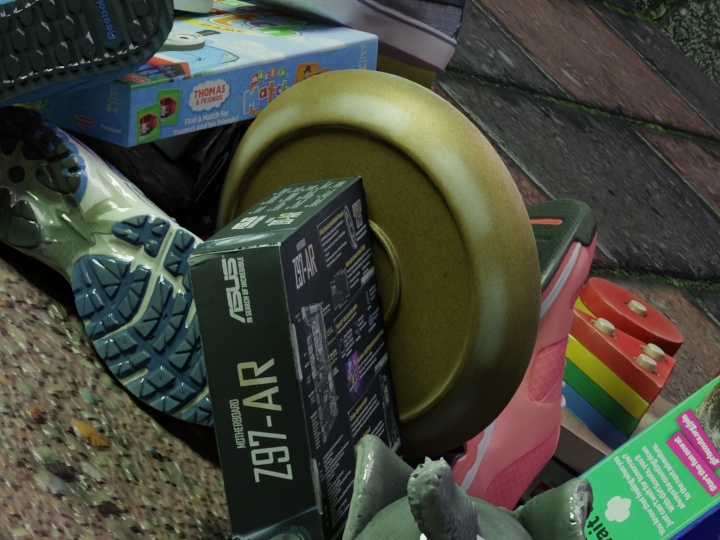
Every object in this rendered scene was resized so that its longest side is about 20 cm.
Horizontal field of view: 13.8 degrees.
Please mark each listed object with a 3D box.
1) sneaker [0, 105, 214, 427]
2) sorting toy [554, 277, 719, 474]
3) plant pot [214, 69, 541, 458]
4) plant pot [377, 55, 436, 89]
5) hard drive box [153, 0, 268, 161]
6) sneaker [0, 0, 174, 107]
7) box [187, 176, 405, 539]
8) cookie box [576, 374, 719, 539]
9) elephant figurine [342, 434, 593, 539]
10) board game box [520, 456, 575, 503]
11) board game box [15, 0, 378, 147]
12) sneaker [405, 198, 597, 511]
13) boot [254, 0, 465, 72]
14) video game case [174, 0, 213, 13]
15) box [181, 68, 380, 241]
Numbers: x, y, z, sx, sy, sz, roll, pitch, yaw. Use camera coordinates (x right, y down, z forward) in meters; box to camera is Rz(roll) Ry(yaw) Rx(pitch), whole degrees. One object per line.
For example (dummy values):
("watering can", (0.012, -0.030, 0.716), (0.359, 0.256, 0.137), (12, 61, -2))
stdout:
("sneaker", (-0.108, -0.004, 1.449), (0.200, 0.077, 0.085), (47, 10, 15))
("sorting toy", (0.176, 0.081, 1.734), (0.199, 0.070, 0.200), (34, 14, 4))
("plant pot", (0.000, 0.000, 1.490), (0.200, 0.200, 0.027), (47, 34, 18))
("plant pot", (-0.049, -0.179, 1.920), (0.142, 0.200, 0.200), (2, 33, -25))
("hard drive box", (-0.095, -0.192, 1.758), (0.156, 0.200, 0.077), (42, 15, 3))
("sneaker", (-0.188, -0.104, 1.428), (0.078, 0.199, 0.066), (169, -92, -72))
("box", (-0.025, 0.050, 1.381), (0.200, 0.043, 0.161), (-47, 129, -75))
("cookie box", (0.181, 0.147, 1.436), (0.171, 0.200, 0.075), (50, 6, -39))
("elephant figurine", (0.038, 0.135, 1.285), (0.142, 0.155, 0.200), (45, 22, -10))
("board game box", (0.066, 0.059, 1.775), (0.126, 0.035, 0.200), (39, 15, -13))
("board game box", (-0.110, -0.111, 1.566), (0.151, 0.037, 0.200), (17, 20, 34))
("sneaker", (0.077, 0.056, 1.580), (0.074, 0.200, 0.087), (9, -25, 45))
("boot", (-0.005, -0.178, 1.644), (0.073, 0.091, 0.200), (17, -1, 33))
("video game case", (-0.206, -0.178, 1.581), (0.200, 0.024, 0.182), (20, 9, 35))
("box", (-0.019, -0.042, 1.695), (0.132, 0.115, 0.200), (37, 16, -10))
